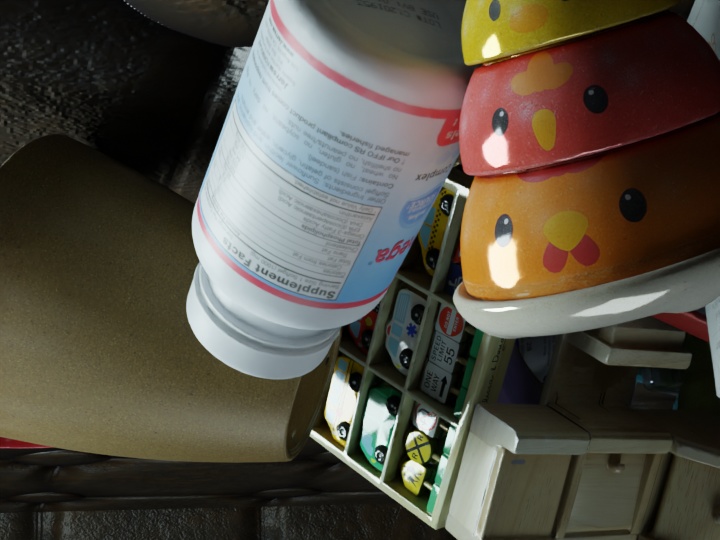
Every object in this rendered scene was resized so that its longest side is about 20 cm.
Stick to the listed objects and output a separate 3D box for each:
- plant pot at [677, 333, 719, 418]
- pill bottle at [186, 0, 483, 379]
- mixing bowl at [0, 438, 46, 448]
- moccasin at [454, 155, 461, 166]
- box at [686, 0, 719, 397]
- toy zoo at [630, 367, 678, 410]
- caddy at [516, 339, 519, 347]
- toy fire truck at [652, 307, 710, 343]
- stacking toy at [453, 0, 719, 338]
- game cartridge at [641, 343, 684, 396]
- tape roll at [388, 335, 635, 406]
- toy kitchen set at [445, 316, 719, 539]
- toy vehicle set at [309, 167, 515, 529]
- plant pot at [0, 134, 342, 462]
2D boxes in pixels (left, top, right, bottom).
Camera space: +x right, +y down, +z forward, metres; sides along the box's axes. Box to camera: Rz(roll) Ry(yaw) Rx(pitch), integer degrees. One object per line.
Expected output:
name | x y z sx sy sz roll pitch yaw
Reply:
plant pot | 0.314 0.026 0.881 0.198 0.186 0.201 -3 164 -1
pill bottle | -0.019 -0.044 0.588 0.108 0.109 0.201 5 132 -26
mixing bowl | -0.308 0.096 1.117 0.198 0.110 0.200 -3 162 -1
moccasin | 0.076 -0.085 0.668 0.199 0.075 0.078 -5 169 1
box | 0.228 -0.052 0.585 0.105 0.202 0.152 -4 164 2
toy zoo | 0.242 0.093 1.094 0.130 0.201 0.020 16 162 38
caddy | 0.091 0.072 1.054 0.140 0.106 0.200 -6 163 13
toy fire truck | 0.261 -0.013 0.725 0.198 0.169 0.112 25 157 -11
stacking toy | 0.083 -0.085 0.480 0.145 0.202 0.146 -18 -172 2
game cartridge | 0.296 0.043 1.018 0.199 0.135 0.041 14 156 -43
tape roll | 0.103 0.030 0.828 0.084 0.202 0.199 -17 158 39
toy kitchen set | 0.189 0.106 0.678 0.198 0.165 0.180 5 -166 -32
toy vehicle set | 0.035 0.037 0.734 0.026 0.202 0.124 -6 -153 -46
plant pot | -0.119 0.038 0.720 0.198 0.188 0.187 18 166 11
